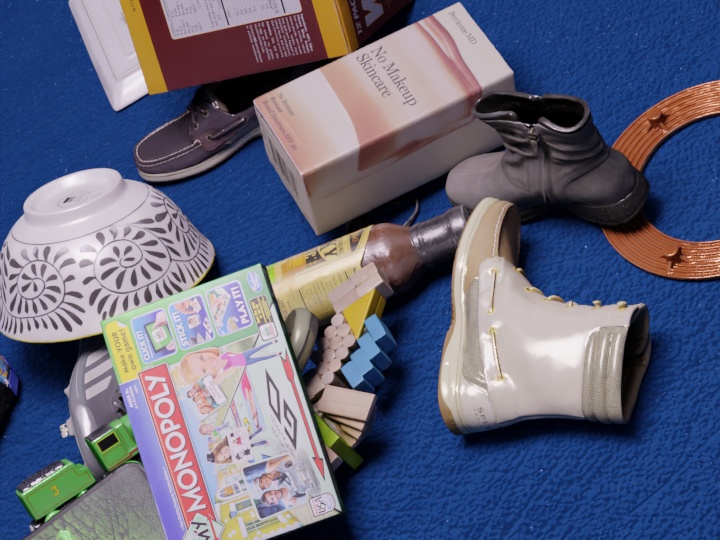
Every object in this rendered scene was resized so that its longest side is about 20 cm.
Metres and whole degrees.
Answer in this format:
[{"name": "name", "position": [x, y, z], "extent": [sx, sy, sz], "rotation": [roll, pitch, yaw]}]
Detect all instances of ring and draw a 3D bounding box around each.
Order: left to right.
[{"name": "ring", "position": [0.281, -0.078, 1.534], "extent": [0.200, 0.019, 0.201], "rotation": [-15, 50, 18]}]

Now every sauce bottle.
[{"name": "sauce bottle", "position": [0.000, 0.000, 1.594], "extent": [0.200, 0.065, 0.065], "rotation": [-21, 48, 10]}]

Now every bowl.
[{"name": "bowl", "position": [-0.234, -0.027, 1.666], "extent": [0.200, 0.094, 0.201], "rotation": [-14, 25, 7]}]

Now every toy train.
[{"name": "toy train", "position": [-0.186, 0.144, 1.555], "extent": [0.200, 0.056, 0.042], "rotation": [-34, 11, -18]}]

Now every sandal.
[{"name": "sandal", "position": [-0.105, 0.109, 1.517], "extent": [0.201, 0.057, 0.080], "rotation": [-58, 20, 2]}]

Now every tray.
[{"name": "tray", "position": [-0.230, -0.249, 1.943], "extent": [0.107, 0.022, 0.200], "rotation": [-30, 46, 3]}]

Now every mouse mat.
[{"name": "mouse mat", "position": [-0.181, 0.263, 1.466], "extent": [0.161, 0.008, 0.200], "rotation": [-37, 70, -4]}]

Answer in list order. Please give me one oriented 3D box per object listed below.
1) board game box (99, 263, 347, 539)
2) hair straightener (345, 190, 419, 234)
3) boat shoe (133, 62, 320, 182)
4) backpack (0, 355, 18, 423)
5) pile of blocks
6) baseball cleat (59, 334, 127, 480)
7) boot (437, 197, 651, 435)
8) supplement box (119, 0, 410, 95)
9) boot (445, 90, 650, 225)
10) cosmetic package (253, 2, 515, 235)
[{"name": "board game box", "position": [-0.105, 0.111, 1.467], "extent": [0.134, 0.029, 0.201], "rotation": [-20, 79, 4]}, {"name": "hair straightener", "position": [0.010, -0.101, 1.682], "extent": [0.077, 0.041, 0.200], "rotation": [-21, 48, 13]}, {"name": "boat shoe", "position": [-0.125, -0.147, 1.775], "extent": [0.200, 0.065, 0.072], "rotation": [-22, 47, 11]}, {"name": "backpack", "position": [-0.414, 0.080, 1.658], "extent": [0.182, 0.200, 0.135], "rotation": [4, 57, 32]}, {"name": "pile of blocks", "position": [-0.006, 0.096, 1.524], "extent": [0.082, 0.062, 0.200], "rotation": [12, 70, 33]}, {"name": "baseball cleat", "position": [-0.194, 0.081, 1.629], "extent": [0.106, 0.070, 0.200], "rotation": [-20, 49, 14]}, {"name": "boot", "position": [0.147, 0.030, 1.484], "extent": [0.154, 0.072, 0.201], "rotation": [-5, 58, 26]}, {"name": "supplement box", "position": [-0.085, -0.265, 1.745], "extent": [0.199, 0.133, 0.197], "rotation": [-9, 19, 23]}, {"name": "boot", "position": [0.126, -0.100, 1.545], "extent": [0.200, 0.131, 0.068], "rotation": [4, 58, 44]}, {"name": "cosmetic package", "position": [0.024, -0.128, 1.630], "extent": [0.200, 0.087, 0.103], "rotation": [-27, 54, -11]}]
